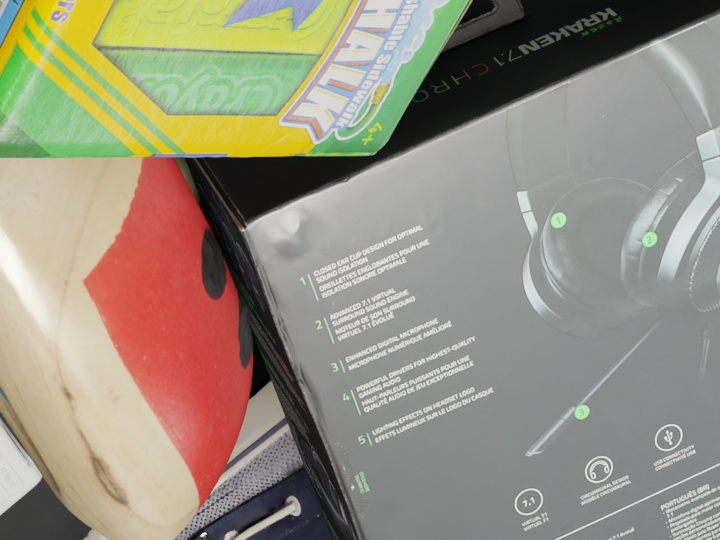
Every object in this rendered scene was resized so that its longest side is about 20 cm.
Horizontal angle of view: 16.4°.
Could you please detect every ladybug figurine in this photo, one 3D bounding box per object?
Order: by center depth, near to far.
[{"bbox_3d":[-0.081,0.000,0.700,0.072,0.136,0.200,-33,145,-11],"label":"ladybug figurine"}]

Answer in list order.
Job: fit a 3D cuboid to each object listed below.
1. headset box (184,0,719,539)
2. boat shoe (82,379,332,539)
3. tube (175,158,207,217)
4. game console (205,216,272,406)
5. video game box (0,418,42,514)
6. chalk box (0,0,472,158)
[{"bbox_3d":[0.055,0.006,0.757,0.173,0.093,0.201,-25,120,-7],"label":"headset box"},{"bbox_3d":[-0.029,0.105,0.903,0.200,0.093,0.074,-43,157,30],"label":"boat shoe"},{"bbox_3d":[-0.023,-0.049,0.819,0.200,0.052,0.058,-42,117,-2],"label":"tube"},{"bbox_3d":[0.000,0.000,0.878,0.176,0.031,0.200,-26,160,-14],"label":"game console"},{"bbox_3d":[-0.205,0.075,0.727,0.200,0.047,0.183,-40,153,-12],"label":"video game box"},{"bbox_3d":[-0.036,-0.111,0.637,0.199,0.124,0.125,-5,131,-51],"label":"chalk box"}]
